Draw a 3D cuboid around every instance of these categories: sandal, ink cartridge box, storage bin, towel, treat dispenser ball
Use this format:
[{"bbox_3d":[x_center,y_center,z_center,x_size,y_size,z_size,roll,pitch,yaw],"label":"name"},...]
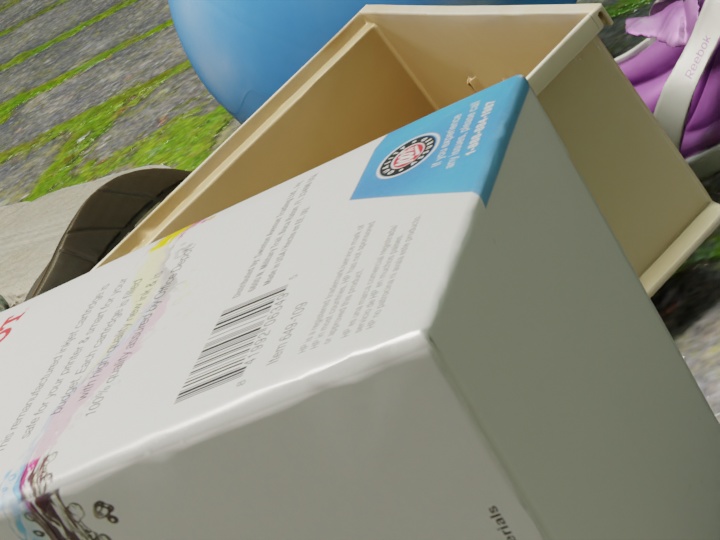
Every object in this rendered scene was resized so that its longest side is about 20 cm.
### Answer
[{"bbox_3d":[-0.118,0.025,1.005,0.200,0.081,0.055,-61,-1,-38],"label":"sandal"},{"bbox_3d":[-0.018,0.071,0.589,0.199,0.146,0.147,-22,21,25],"label":"ink cartridge box"},{"bbox_3d":[0.119,-0.075,0.796,0.203,0.050,0.083,-44,43,49],"label":"sandal"},{"bbox_3d":[0.000,0.000,0.792,0.199,0.094,0.200,-45,22,-13],"label":"storage bin"},{"bbox_3d":[-0.203,0.000,1.233,0.199,0.035,0.133,-12,28,43],"label":"towel"},{"bbox_3d":[0.006,-0.148,1.014,0.200,0.201,0.201,-28,19,11],"label":"treat dispenser ball"}]

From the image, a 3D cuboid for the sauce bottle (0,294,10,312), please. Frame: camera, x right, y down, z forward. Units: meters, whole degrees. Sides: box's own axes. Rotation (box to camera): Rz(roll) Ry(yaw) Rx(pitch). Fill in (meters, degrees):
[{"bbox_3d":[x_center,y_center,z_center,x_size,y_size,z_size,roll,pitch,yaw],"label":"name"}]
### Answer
[{"bbox_3d":[-0.213,0.069,0.947,0.065,0.065,0.200,-48,1,-40],"label":"sauce bottle"}]
